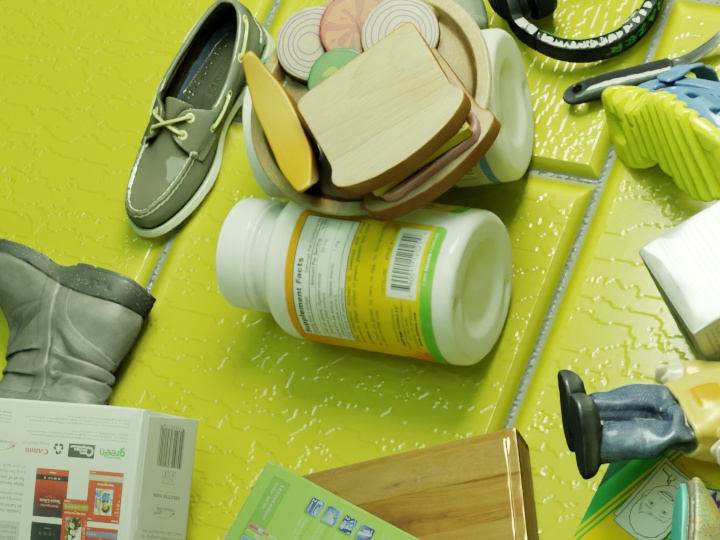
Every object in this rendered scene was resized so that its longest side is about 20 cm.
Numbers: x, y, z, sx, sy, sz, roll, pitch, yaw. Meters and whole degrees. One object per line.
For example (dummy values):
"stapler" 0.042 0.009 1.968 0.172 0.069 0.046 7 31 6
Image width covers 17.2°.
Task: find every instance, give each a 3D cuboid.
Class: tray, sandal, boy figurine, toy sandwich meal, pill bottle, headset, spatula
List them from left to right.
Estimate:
"pill bottle" 0.000 0.000 1.723 0.199 0.111 0.112 9 66 28
"toy sandwich meal" 0.002 -0.125 1.682 0.204 0.070 0.207 -9 63 19
"pill bottle" 0.020 -0.112 1.777 0.199 0.114 0.114 -6 60 20
"tray" 0.022 0.179 1.656 0.199 0.037 0.099 -15 57 16
"headset" 0.143 -0.236 1.837 0.200 0.094 0.123 42 79 20
"spatula" 0.243 -0.161 1.763 0.199 0.021 0.057 -22 43 14
"sandal" 0.238 -0.105 1.668 0.087 0.080 0.200 -22 20 -8
"boy figurine" 0.231 0.089 1.525 0.198 0.065 0.124 -9 24 -2

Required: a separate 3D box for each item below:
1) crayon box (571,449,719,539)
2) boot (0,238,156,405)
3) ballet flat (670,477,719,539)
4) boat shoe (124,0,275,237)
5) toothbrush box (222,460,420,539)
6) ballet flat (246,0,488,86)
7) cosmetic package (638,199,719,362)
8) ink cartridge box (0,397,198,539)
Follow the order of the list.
"crayon box" 0.235 0.200 1.536 0.199 0.058 0.173 18 71 31
"boot" -0.262 0.052 1.838 0.199 0.070 0.132 12 73 34
"ballet flat" 0.214 0.228 1.463 0.070 0.071 0.201 0 65 23
"boat shoe" -0.136 -0.123 1.884 0.072 0.060 0.203 16 69 30
"toothbrush box" -0.006 0.236 1.556 0.199 0.086 0.146 23 81 37
"ballet flat" 0.006 -0.167 1.849 0.199 0.067 0.064 -24 82 12
"cosmetic package" 0.301 -0.013 1.602 0.199 0.108 0.085 -32 55 2
"ink cartridge box" -0.230 0.184 1.722 0.199 0.084 0.177 3 83 25
